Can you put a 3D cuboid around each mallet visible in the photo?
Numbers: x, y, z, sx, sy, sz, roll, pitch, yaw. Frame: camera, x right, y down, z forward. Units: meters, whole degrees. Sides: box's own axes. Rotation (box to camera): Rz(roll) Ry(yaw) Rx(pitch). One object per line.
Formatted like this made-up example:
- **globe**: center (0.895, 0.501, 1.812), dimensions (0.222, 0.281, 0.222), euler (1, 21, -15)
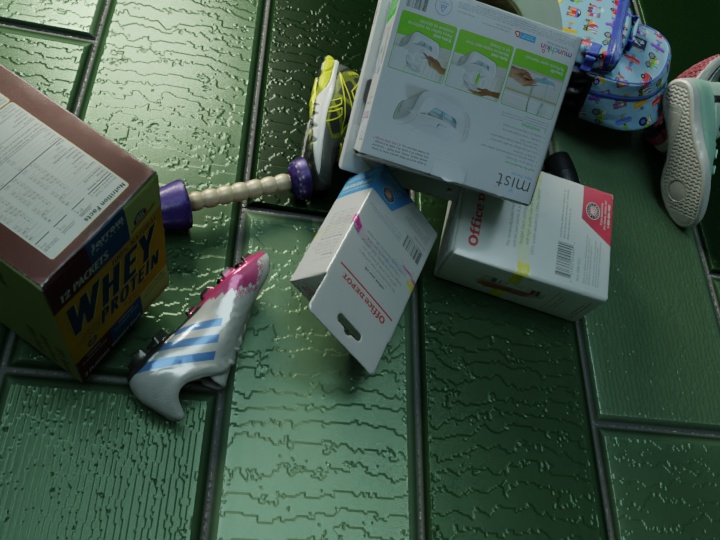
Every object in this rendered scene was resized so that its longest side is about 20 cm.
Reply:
- **mallet**: center (0.206, -0.133, 0.903), dimensions (0.193, 0.041, 0.068), euler (3, 62, -9)

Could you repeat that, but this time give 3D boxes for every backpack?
- **backpack**: center (0.355, -0.301, 0.952), dimensions (0.195, 0.136, 0.185), euler (22, 57, 15)

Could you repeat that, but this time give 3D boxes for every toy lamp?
- **toy lamp**: center (-0.154, -0.088, 0.773), dimensions (0.195, 0.059, 0.059), euler (-14, 66, -22)

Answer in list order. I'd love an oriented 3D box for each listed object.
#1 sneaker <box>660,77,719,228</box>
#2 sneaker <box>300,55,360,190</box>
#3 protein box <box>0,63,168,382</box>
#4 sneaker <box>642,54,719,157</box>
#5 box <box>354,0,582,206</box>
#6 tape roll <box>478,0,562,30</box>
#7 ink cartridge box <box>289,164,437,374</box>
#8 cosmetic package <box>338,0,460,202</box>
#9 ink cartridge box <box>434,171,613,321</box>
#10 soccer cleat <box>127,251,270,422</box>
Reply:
- **sneaker**: center (0.491, -0.168, 0.935), dimensions (0.115, 0.073, 0.207), euler (-10, 101, -27)
- **sneaker**: center (-0.026, -0.190, 0.849), dimensions (0.082, 0.075, 0.206), euler (13, 63, -13)
- **protein box**: center (-0.296, -0.041, 0.599), dimensions (0.197, 0.200, 0.136), euler (33, 59, 6)
- **sneaker**: center (0.510, -0.252, 1.024), dimensions (0.074, 0.080, 0.202), euler (40, 73, -9)
- **box**: center (0.109, -0.185, 0.708), dimensions (0.194, 0.097, 0.182), euler (14, 101, -7)
- **tape roll**: center (0.146, -0.295, 0.859), dimensions (0.196, 0.139, 0.210), euler (0, 100, -3)
- **ink cartridge box**: center (0.000, 0.000, 0.728), dimensions (0.115, 0.067, 0.203), euler (47, 53, -28)
- **cosmetic package**: center (0.068, -0.201, 0.778), dimensions (0.146, 0.052, 0.206), euler (13, 100, -8)
- **ink cartridge box**: center (0.202, -0.043, 0.816), dimensions (0.194, 0.084, 0.149), euler (17, 66, -5)
- **soccer cleat**: center (-0.151, 0.068, 0.690), dimensions (0.087, 0.070, 0.200), euler (46, 62, -6)
